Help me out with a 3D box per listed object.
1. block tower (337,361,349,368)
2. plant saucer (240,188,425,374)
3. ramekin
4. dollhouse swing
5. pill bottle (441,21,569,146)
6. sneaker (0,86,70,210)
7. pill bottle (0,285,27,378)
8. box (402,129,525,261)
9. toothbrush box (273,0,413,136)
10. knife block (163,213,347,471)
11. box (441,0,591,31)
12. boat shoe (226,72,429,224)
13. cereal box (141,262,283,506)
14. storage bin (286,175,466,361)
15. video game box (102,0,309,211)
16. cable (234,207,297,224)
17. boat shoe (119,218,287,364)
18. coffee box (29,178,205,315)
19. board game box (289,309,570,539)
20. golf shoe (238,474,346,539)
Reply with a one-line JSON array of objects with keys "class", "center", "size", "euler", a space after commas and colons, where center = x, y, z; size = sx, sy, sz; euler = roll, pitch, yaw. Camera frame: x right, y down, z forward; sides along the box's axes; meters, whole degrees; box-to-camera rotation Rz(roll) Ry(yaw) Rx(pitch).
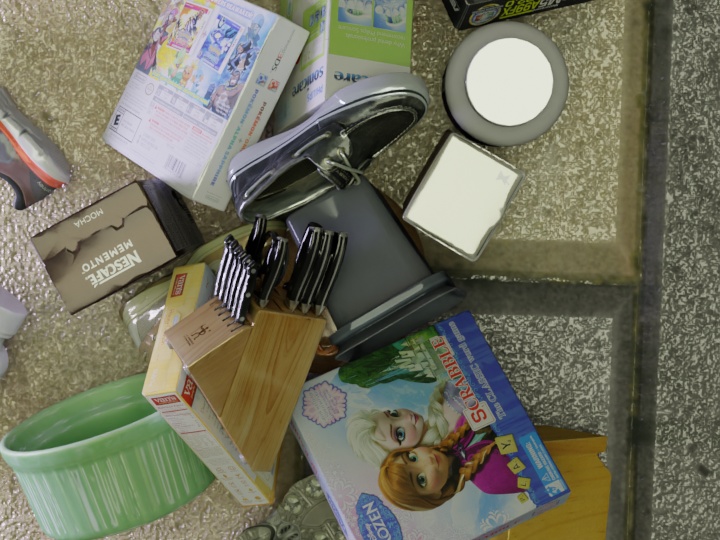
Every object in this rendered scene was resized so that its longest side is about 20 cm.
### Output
[{"class": "block tower", "center": [0.032, 0.174, 1.502], "size": [0.200, 0.054, 0.058], "euler": [53, 127, 26]}, {"class": "plant saucer", "center": [-0.034, 0.006, 1.550], "size": [0.200, 0.035, 0.201], "euler": [0, 95, 1]}, {"class": "ramekin", "center": [-0.232, 0.176, 1.492], "size": [0.200, 0.200, 0.098], "euler": [-17, 102, 3]}, {"class": "dollhouse swing", "center": [0.120, 0.251, 1.566], "size": [0.181, 0.176, 0.201], "euler": [0, 96, -40]}, {"class": "pill bottle", "center": [0.132, -0.170, 1.448], "size": [0.112, 0.200, 0.113], "euler": [0, 95, 2]}, {"class": "sneaker", "center": [-0.376, -0.140, 1.530], "size": [0.082, 0.077, 0.200], "euler": [-42, 92, 11]}, {"class": "pill bottle", "center": [-0.414, 0.100, 1.529], "size": [0.112, 0.112, 0.200], "euler": [37, 95, -1]}, {"class": "box", "center": [0.093, -0.073, 1.457], "size": [0.078, 0.200, 0.095], "euler": [30, 95, -1]}, {"class": "toothbrush box", "center": [-0.015, -0.230, 1.445], "size": [0.086, 0.146, 0.201], "euler": [5, 81, -21]}, {"class": "knife block", "center": [-0.068, 0.053, 1.349], "size": [0.175, 0.064, 0.200], "euler": [-33, 127, -8]}, {"class": "box", "center": [0.126, -0.328, 1.451], "size": [0.160, 0.044, 0.200], "euler": [-16, 70, -20]}, {"class": "boat shoe", "center": [-0.024, -0.097, 1.356], "size": [0.200, 0.072, 0.071], "euler": [-29, 49, 20]}, {"class": "cereal box", "center": [-0.128, 0.108, 1.460], "size": [0.039, 0.144, 0.200], "euler": [-9, 138, 22]}, {"class": "storage bin", "center": [0.000, 0.000, 1.443], "size": [0.145, 0.200, 0.135], "euler": [-31, 82, 4]}, {"class": "video game box", "center": [-0.149, -0.171, 1.468], "size": [0.047, 0.200, 0.183], "euler": [19, 98, -39]}, {"class": "cable", "center": [-0.043, -0.116, 1.520], "size": [0.200, 0.050, 0.097], "euler": [-32, 50, 8]}, {"class": "boat shoe", "center": [-0.145, 0.018, 1.514], "size": [0.200, 0.073, 0.063], "euler": [-32, 76, 20]}, {"class": "coffee box", "center": [-0.222, -0.027, 1.469], "size": [0.113, 0.200, 0.080], "euler": [-28, 93, 4]}, {"class": "board game box", "center": [0.057, 0.162, 1.435], "size": [0.199, 0.041, 0.200], "euler": [-24, 69, -14]}, {"class": "golf shoe", "center": [-0.042, 0.236, 1.516], "size": [0.200, 0.097, 0.078], "euler": [-34, 87, 29]}]
